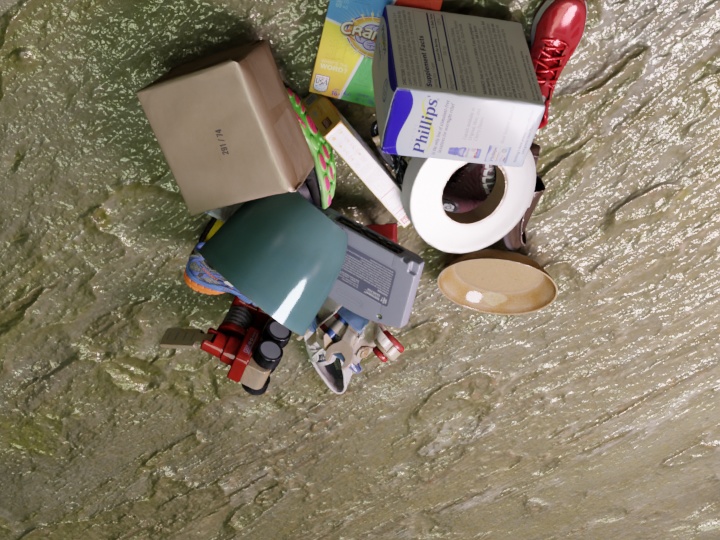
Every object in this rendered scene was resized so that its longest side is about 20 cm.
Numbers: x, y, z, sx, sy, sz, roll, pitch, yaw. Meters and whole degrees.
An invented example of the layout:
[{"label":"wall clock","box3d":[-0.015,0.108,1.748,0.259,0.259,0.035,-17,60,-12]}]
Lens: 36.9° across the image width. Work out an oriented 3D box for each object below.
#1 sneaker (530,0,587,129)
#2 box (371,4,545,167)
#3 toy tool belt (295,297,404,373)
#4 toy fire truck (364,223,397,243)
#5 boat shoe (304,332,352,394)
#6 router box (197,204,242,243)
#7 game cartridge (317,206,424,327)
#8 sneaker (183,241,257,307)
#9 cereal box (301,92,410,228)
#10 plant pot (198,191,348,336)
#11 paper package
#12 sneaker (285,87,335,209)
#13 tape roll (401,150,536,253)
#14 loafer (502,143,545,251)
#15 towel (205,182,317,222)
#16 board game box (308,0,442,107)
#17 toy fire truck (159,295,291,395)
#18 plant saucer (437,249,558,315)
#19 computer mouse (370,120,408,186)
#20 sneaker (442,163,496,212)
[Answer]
[{"label":"sneaker","box3d":[0.260,-0.272,1.473,0.077,0.117,0.202,11,134,-6]},{"label":"box","box3d":[0.122,-0.242,1.417,0.196,0.186,0.106,5,135,-11]},{"label":"toy tool belt","box3d":[-0.024,0.115,1.785,0.123,0.200,0.125,-46,138,0]},{"label":"toy fire truck","box3d":[0.046,0.006,1.759,0.048,0.144,0.200,-4,171,8]},{"label":"boat shoe","box3d":[-0.065,0.139,1.918,0.071,0.066,0.202,-7,132,12]},{"label":"router box","box3d":[-0.153,-0.041,1.768,0.198,0.052,0.150,25,132,-17]},{"label":"game cartridge","box3d":[0.000,0.000,1.673,0.198,0.041,0.135,29,120,22]},{"label":"sneaker","box3d":[-0.186,0.003,1.729,0.196,0.076,0.079,7,133,-2]},{"label":"cereal box","box3d":[0.001,-0.165,1.579,0.039,0.144,0.200,-40,122,6]},{"label":"plant pot","box3d":[-0.113,-0.031,1.593,0.200,0.200,0.162,38,91,-26]},{"label":"paper package","box3d":[-0.190,-0.200,1.537,0.188,0.104,0.203,-11,113,27]},{"label":"sneaker","box3d":[-0.098,-0.182,1.624,0.083,0.077,0.202,-16,116,26]},{"label":"tape roll","box3d":[0.157,-0.120,1.549,0.199,0.037,0.206,-10,123,-15]},{"label":"loafer","box3d":[0.248,-0.112,1.650,0.070,0.074,0.202,-2,133,6]},{"label":"towel","box3d":[-0.155,-0.126,1.667,0.198,0.024,0.149,24,100,-16]},{"label":"board game box","box3d":[0.020,-0.324,1.499,0.150,0.041,0.202,12,133,-6]},{"label":"toy fire truck","box3d":[-0.223,0.102,1.834,0.198,0.177,0.129,26,132,-4]},{"label":"plant saucer","box3d":[0.225,0.014,1.764,0.196,0.036,0.201,8,153,4]},{"label":"computer mouse","box3d":[0.107,-0.219,1.546,0.199,0.044,0.110,-41,111,-4]},{"label":"sneaker","box3d":[0.149,-0.150,1.627,0.113,0.076,0.202,0,133,10]}]
